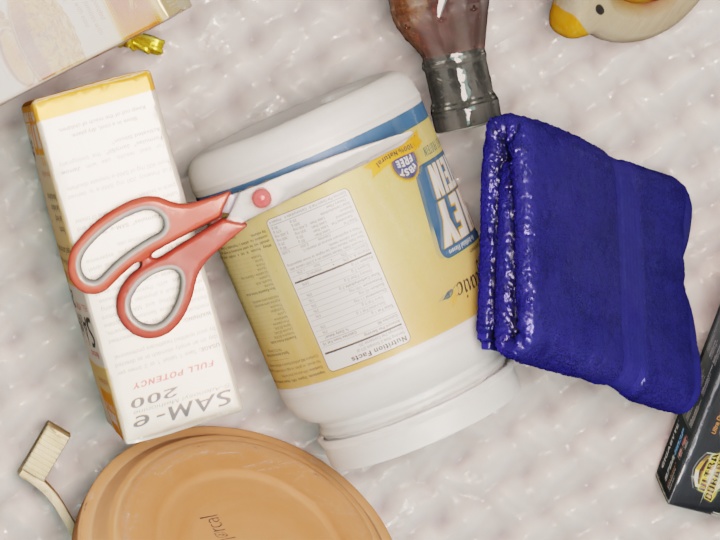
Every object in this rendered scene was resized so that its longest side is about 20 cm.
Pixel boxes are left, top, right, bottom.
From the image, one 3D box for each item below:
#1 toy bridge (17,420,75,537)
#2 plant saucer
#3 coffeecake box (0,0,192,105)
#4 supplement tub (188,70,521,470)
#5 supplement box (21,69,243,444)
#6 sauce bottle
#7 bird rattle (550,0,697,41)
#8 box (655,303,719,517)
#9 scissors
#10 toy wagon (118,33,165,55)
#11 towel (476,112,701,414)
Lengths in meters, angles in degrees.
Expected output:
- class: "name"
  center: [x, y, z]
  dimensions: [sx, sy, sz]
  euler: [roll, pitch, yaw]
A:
- class: "toy bridge"
  center: [-0.118, 0.168, 1.686]
  dimensions: [0.200, 0.027, 0.067]
  euler: [32, 88, -11]
- class: "plant saucer"
  center: [-0.067, 0.169, 1.628]
  dimensions: [0.199, 0.201, 0.032]
  euler: [13, 135, -13]
- class: "coffeecake box"
  center: [-0.221, -0.171, 1.599]
  dimensions: [0.199, 0.073, 0.154]
  euler: [-25, 96, 11]
- class: "supplement tub"
  center: [0.000, 0.000, 1.642]
  dimensions: [0.144, 0.145, 0.201]
  euler: [-24, 97, -9]
- class: "supplement box"
  center: [-0.134, -0.010, 1.626]
  dimensions: [0.073, 0.126, 0.201]
  euler: [-16, 95, -9]
- class: "sauce bottle"
  center: [0.042, -0.181, 1.646]
  dimensions: [0.066, 0.066, 0.201]
  euler: [-15, 98, -10]
- class: "bird rattle"
  center: [0.172, -0.219, 1.685]
  dimensions: [0.200, 0.112, 0.164]
  euler: [-18, 127, -43]
- class: "box"
  center: [0.287, 0.066, 1.717]
  dimensions: [0.158, 0.046, 0.201]
  euler: [13, 111, -11]
- class: "scissors"
  center: [-0.069, -0.040, 1.555]
  dimensions: [0.200, 0.014, 0.073]
  euler: [-38, 96, 2]
- class: "toy wagon"
  center: [-0.104, -0.222, 1.638]
  dimensions: [0.155, 0.040, 0.201]
  euler: [21, 95, 12]
- class: "towel"
  center: [0.131, -0.001, 1.655]
  dimensions: [0.200, 0.049, 0.148]
  euler: [19, 64, -52]
